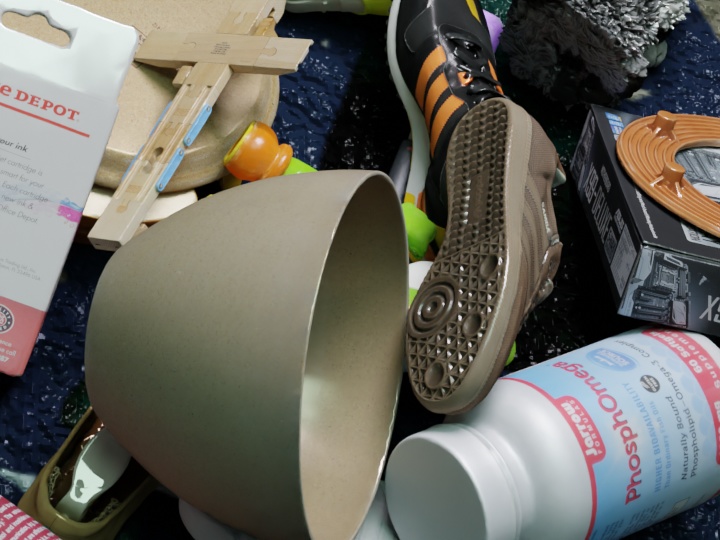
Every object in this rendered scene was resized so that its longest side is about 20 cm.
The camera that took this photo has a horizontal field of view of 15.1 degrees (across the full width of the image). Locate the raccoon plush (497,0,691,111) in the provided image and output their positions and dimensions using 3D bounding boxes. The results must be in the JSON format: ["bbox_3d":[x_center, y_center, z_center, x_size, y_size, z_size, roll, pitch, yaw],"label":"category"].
[{"bbox_3d":[0.154,-0.196,1.685,0.097,0.200,0.134,17,52,25],"label":"raccoon plush"}]

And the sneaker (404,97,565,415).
[{"bbox_3d":[0.082,0.000,1.495,0.076,0.070,0.200,37,52,-35],"label":"sneaker"}]

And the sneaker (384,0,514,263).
[{"bbox_3d":[0.069,-0.095,1.613,0.070,0.090,0.200,6,75,-34],"label":"sneaker"}]

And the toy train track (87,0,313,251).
[{"bbox_3d":[-0.091,-0.083,1.527,0.115,0.033,0.200,7,54,34],"label":"toy train track"}]

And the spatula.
[{"bbox_3d":[0.036,-0.087,1.667,0.056,0.021,0.200,24,56,-5],"label":"spatula"}]

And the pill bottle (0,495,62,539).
[{"bbox_3d":[-0.210,0.164,1.379,0.200,0.113,0.113,36,56,5],"label":"pill bottle"}]

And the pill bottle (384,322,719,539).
[{"bbox_3d":[0.114,0.103,1.506,0.200,0.109,0.109,-18,67,-38],"label":"pill bottle"}]

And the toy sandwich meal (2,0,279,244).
[{"bbox_3d":[-0.141,-0.106,1.597,0.205,0.070,0.205,10,55,-15],"label":"toy sandwich meal"}]

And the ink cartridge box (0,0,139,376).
[{"bbox_3d":[-0.205,-0.055,1.486,0.116,0.067,0.200,21,88,-6],"label":"ink cartridge box"}]

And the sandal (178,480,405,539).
[{"bbox_3d":[-0.011,0.152,1.492,0.203,0.050,0.082,20,40,-20],"label":"sandal"}]

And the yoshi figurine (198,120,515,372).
[{"bbox_3d":[-0.005,0.005,1.554,0.200,0.112,0.112,34,38,-6],"label":"yoshi figurine"}]

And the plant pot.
[{"bbox_3d":[-0.065,0.041,1.405,0.134,0.200,0.200,7,55,14],"label":"plant pot"}]

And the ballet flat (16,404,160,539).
[{"bbox_3d":[-0.118,0.084,1.487,0.069,0.063,0.200,31,55,2],"label":"ballet flat"}]

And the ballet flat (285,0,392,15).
[{"bbox_3d":[-0.044,-0.202,1.694,0.200,0.067,0.067,37,77,9],"label":"ballet flat"}]

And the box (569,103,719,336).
[{"bbox_3d":[0.217,-0.022,1.614,0.158,0.050,0.200,13,25,-10],"label":"box"}]

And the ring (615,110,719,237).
[{"bbox_3d":[0.250,-0.051,1.614,0.200,0.019,0.200,15,24,-7],"label":"ring"}]
